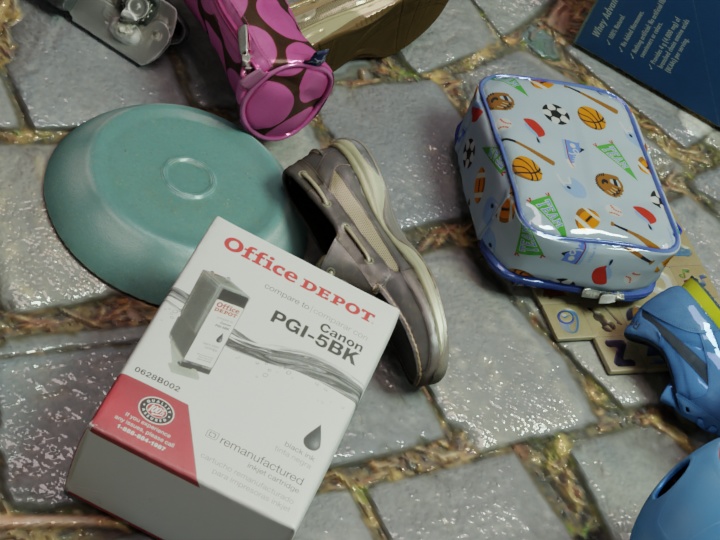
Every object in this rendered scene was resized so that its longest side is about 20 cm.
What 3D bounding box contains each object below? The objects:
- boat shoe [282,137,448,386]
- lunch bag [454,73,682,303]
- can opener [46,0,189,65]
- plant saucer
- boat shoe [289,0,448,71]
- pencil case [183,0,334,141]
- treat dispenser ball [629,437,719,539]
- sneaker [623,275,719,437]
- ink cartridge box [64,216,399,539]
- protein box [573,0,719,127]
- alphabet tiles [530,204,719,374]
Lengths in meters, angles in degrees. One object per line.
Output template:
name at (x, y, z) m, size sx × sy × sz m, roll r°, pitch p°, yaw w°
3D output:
boat shoe at (0.000, 0.000, 1.397) m, size 0.073 × 0.075 × 0.201 m, roll -18°, pitch 64°, yaw -17°
lunch bag at (0.163, -0.062, 1.517) m, size 0.159 × 0.076 × 0.201 m, roll 8°, pitch 45°, yaw -21°
can opener at (-0.225, -0.230, 1.533) m, size 0.200 × 0.053 × 0.067 m, roll 34°, pitch 12°, yaw 9°
plant saucer at (-0.128, -0.057, 1.414) m, size 0.199 × 0.036 × 0.201 m, roll 13°, pitch 45°, yaw -13°
boat shoe at (-0.006, -0.212, 1.588) m, size 0.200 × 0.071 × 0.065 m, roll -26°, pitch 63°, yaw -37°
pencil case at (-0.095, -0.198, 1.488) m, size 0.093 × 0.091 × 0.200 m, roll 15°, pitch 36°, yaw -50°
treat dispenser ball at (0.268, 0.199, 1.235) m, size 0.200 × 0.201 × 0.202 m, roll 13°, pitch 45°, yaw -13°
sneaker at (0.274, 0.102, 1.442) m, size 0.078 × 0.066 × 0.200 m, roll -36°, pitch 79°, yaw -1°
ink cartridge box at (-0.079, 0.081, 1.261) m, size 0.146 × 0.083 × 0.200 m, roll 26°, pitch 48°, yaw 0°
protein box at (0.327, -0.250, 1.685) m, size 0.199 × 0.199 × 0.135 m, roll 31°, pitch 44°, yaw 5°
alphabet tiles at (0.200, 0.000, 1.533) m, size 0.166 × 0.006 × 0.201 m, roll -2°, pitch 51°, yaw -26°
